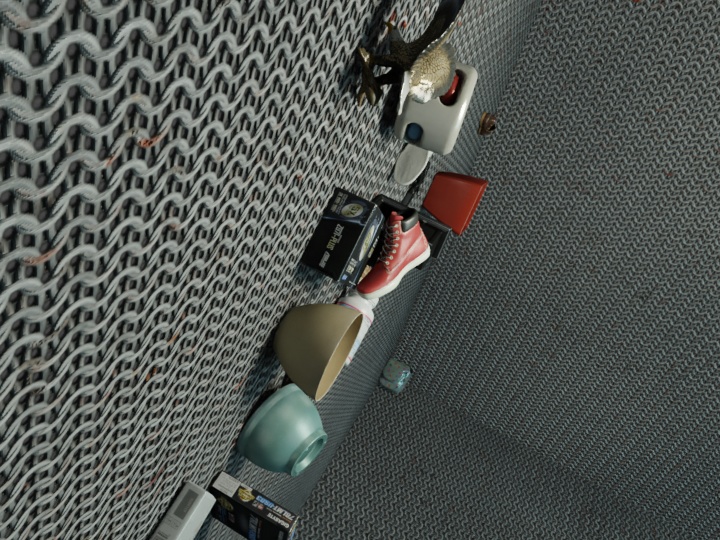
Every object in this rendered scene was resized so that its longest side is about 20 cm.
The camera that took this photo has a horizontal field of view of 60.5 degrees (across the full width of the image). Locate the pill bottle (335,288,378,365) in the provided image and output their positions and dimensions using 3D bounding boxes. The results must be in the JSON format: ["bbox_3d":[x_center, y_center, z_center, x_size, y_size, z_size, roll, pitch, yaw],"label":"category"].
[{"bbox_3d":[-0.034,0.142,1.635,0.200,0.109,0.109,-60,169,-20],"label":"pill bottle"}]

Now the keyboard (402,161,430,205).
[{"bbox_3d":[0.174,-0.245,1.900,0.200,0.040,0.104,-61,170,-19],"label":"keyboard"}]

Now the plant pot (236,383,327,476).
[{"bbox_3d":[-0.162,0.378,1.400,0.200,0.134,0.200,-44,156,-25],"label":"plant pot"}]

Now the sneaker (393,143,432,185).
[{"bbox_3d":[0.150,-0.292,1.575,0.200,0.074,0.116,-63,166,-7],"label":"sneaker"}]

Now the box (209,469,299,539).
[{"bbox_3d":[-0.239,0.545,1.367,0.050,0.198,0.200,-52,166,-39],"label":"box"}]

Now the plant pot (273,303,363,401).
[{"bbox_3d":[-0.098,0.146,1.263,0.201,0.134,0.200,-59,168,-21],"label":"plant pot"}]

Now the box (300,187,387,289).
[{"bbox_3d":[-0.027,-0.058,1.249,0.164,0.086,0.200,-64,169,-2],"label":"box"}]

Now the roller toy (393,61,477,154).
[{"bbox_3d":[0.147,-0.343,1.257,0.183,0.139,0.200,-67,175,-61],"label":"roller toy"}]

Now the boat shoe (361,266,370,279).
[{"bbox_3d":[0.000,0.000,1.559,0.072,0.076,0.200,-65,171,-2],"label":"boat shoe"}]

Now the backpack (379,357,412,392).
[{"bbox_3d":[0.225,0.693,4.053,0.200,0.176,0.153,-61,152,-8],"label":"backpack"}]

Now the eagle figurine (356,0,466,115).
[{"bbox_3d":[0.090,-0.341,0.976,0.152,0.200,0.151,-141,-148,-69],"label":"eagle figurine"}]

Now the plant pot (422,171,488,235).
[{"bbox_3d":[0.344,-0.268,2.286,0.200,0.176,0.200,-67,168,18],"label":"plant pot"}]

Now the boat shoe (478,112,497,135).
[{"bbox_3d":[0.574,-0.649,2.778,0.071,0.070,0.200,-64,171,0],"label":"boat shoe"}]

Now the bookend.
[{"bbox_3d":[0.083,-0.070,1.446,0.200,0.198,0.092,-46,160,-54],"label":"bookend"}]

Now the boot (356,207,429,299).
[{"bbox_3d":[0.055,-0.042,1.311,0.200,0.072,0.144,-41,134,-19],"label":"boot"}]

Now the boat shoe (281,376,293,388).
[{"bbox_3d":[-0.143,0.261,1.513,0.072,0.072,0.200,-49,158,-55],"label":"boat shoe"}]

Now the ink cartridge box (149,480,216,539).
[{"bbox_3d":[-0.345,0.493,1.180,0.160,0.047,0.200,-59,174,-24],"label":"ink cartridge box"}]
